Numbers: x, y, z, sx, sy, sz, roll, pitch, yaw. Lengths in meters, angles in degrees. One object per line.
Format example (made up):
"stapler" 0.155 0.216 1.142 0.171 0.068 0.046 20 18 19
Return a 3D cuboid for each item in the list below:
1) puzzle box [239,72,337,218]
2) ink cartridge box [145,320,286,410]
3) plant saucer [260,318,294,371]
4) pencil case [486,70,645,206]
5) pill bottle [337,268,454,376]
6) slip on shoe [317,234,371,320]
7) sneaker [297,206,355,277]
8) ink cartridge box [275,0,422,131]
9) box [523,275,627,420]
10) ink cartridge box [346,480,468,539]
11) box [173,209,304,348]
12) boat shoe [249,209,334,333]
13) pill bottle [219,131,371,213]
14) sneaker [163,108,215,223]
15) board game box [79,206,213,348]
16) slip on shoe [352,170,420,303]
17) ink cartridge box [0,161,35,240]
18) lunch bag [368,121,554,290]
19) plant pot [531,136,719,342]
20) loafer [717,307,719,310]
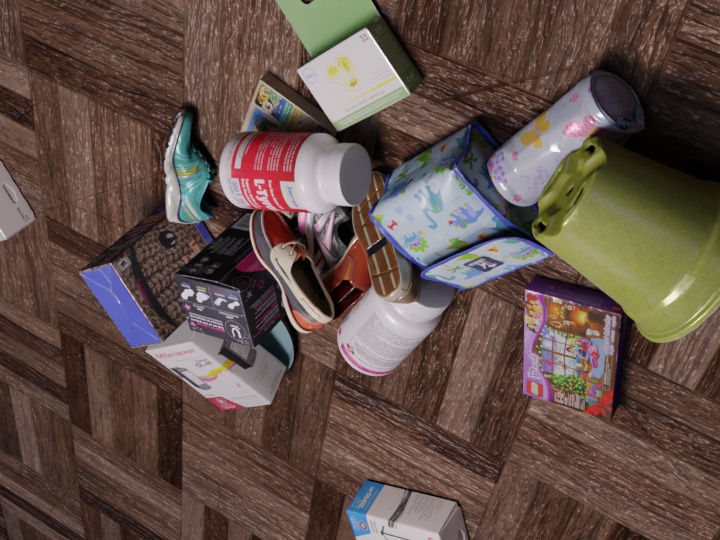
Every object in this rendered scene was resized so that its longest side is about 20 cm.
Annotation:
"puzzle box" -0.119 -0.181 1.449 0.133 0.025 0.200 36 137 6
"ink cartridge box" -0.252 0.156 1.703 0.147 0.086 0.200 -13 135 44
"plant saucer" -0.198 0.103 1.740 0.199 0.027 0.201 20 134 22
"pencil case" 0.243 -0.155 1.163 0.090 0.083 0.200 17 147 -30
"pill bottle" 0.053 0.067 1.461 0.113 0.113 0.200 40 138 1
"slip on shoe" 0.000 0.000 1.440 0.074 0.061 0.200 27 117 -38
"sneaker" -0.042 -0.030 1.482 0.086 0.080 0.201 10 136 16
"ink cartridge box" -0.028 -0.297 1.272 0.145 0.048 0.200 -19 114 45
"box" 0.300 0.111 1.370 0.136 0.039 0.201 15 132 27
"ink cartridge box" 0.091 0.486 1.800 0.199 0.084 0.146 6 127 34
"box" -0.171 0.009 1.513 0.132 0.200 0.115 12 129 29
"boat shoe" -0.098 -0.007 1.419 0.063 0.071 0.201 -30 82 49
"pill bottle" -0.090 -0.138 1.361 0.199 0.112 0.113 6 127 32
"sneaker" -0.272 -0.166 1.555 0.079 0.078 0.201 2 126 -3
"board game box" -0.338 0.005 1.632 0.097 0.200 0.160 -12 117 42
"slip on shoe" 0.042 -0.045 1.361 0.076 0.201 0.060 -35 145 32
"ink cartridge box" -0.760 -0.129 1.919 0.199 0.084 0.145 -7 119 39
"lunch bag" 0.140 -0.065 1.290 0.200 0.128 0.170 44 137 -22
"plant pot" 0.302 -0.050 1.086 0.184 0.201 0.200 28 139 -10
"loafer" 0.422 0.023 1.188 0.068 0.076 0.200 52 147 -13
